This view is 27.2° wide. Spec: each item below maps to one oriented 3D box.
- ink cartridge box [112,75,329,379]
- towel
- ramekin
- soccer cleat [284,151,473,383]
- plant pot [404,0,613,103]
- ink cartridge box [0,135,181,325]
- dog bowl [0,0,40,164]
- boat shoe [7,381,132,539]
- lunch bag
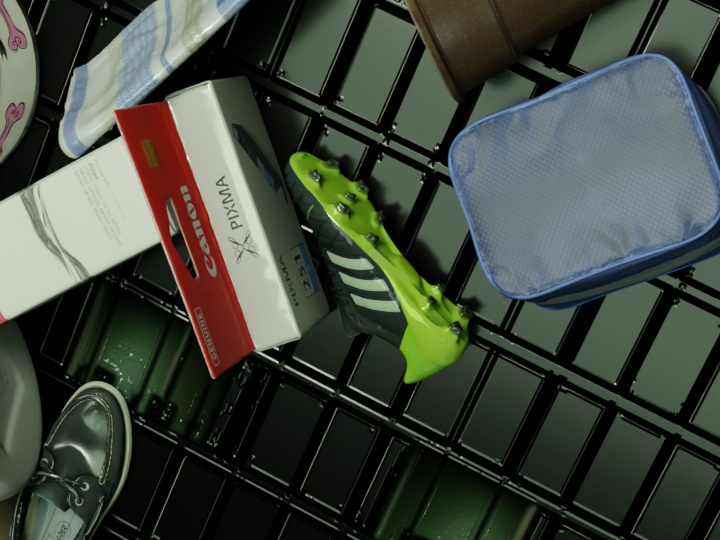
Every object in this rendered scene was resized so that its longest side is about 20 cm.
[{"bbox_3d":[-0.094,-0.038,1.090,0.044,0.176,0.201,-18,95,17],"label":"ink cartridge box"},{"bbox_3d":[-0.147,-0.175,1.100,0.200,0.147,0.024,-39,116,15],"label":"towel"},{"bbox_3d":[-0.330,0.099,1.170,0.097,0.200,0.202,-14,96,9],"label":"ramekin"},{"bbox_3d":[0.000,0.000,1.134,0.081,0.067,0.200,-41,89,30],"label":"soccer cleat"},{"bbox_3d":[0.114,-0.245,0.998,0.197,0.200,0.201,-24,93,10],"label":"plant pot"},{"bbox_3d":[-0.213,-0.036,1.137,0.199,0.146,0.085,-28,95,18],"label":"ink cartridge box"},{"bbox_3d":[-0.363,-0.161,1.192,0.199,0.074,0.202,3,101,14],"label":"dog bowl"},{"bbox_3d":[-0.248,0.188,1.228,0.074,0.066,0.200,30,106,8],"label":"boat shoe"},{"bbox_3d":[0.177,-0.060,1.042,0.199,0.132,0.137,-19,79,18],"label":"lunch bag"}]
